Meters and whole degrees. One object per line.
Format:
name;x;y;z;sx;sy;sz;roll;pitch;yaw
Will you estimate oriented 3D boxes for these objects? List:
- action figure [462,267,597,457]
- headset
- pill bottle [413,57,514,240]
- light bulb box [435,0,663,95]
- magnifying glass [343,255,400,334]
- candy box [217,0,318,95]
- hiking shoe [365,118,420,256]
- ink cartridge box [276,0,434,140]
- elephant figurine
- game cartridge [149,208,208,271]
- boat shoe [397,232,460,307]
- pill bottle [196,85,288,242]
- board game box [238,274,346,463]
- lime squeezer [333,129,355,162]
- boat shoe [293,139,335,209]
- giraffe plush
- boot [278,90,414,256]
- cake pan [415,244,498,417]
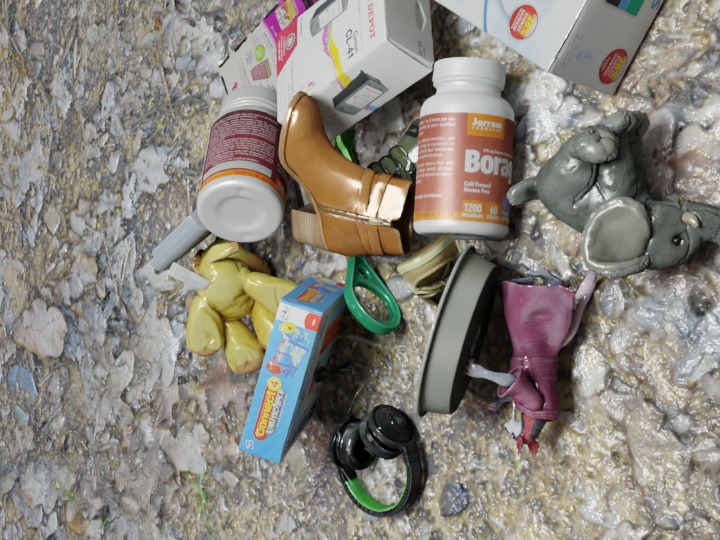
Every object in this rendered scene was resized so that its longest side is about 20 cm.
action figure;0.195;0.104;1.194;0.148;0.134;0.201;-4;82;17
headset;0.002;0.211;1.360;0.123;0.094;0.201;-26;77;40
pill bottle;0.122;-0.139;1.263;0.112;0.112;0.201;2;88;45
light bulb box;0.218;-0.328;1.176;0.200;0.124;0.199;43;115;40
magnifying glass;0.000;0.000;1.407;0.022;0.079;0.201;-47;45;28
candy box;-0.108;-0.289;1.542;0.200;0.061;0.137;-37;64;36
hiking shoe;0.031;-0.104;1.357;0.076;0.100;0.201;47;118;36
ink cartridge box;-0.012;-0.269;1.331;0.200;0.085;0.148;-31;50;39
elephant figurine;0.277;-0.050;1.099;0.201;0.141;0.155;61;156;11
game cartridge;-0.208;-0.081;1.545;0.133;0.200;0.042;-33;99;36
boat shoe;0.088;0.008;1.238;0.073;0.201;0.063;-32;82;-2
pill bottle;-0.150;-0.145;1.445;0.114;0.114;0.201;-37;35;36
board game box;-0.080;0.119;1.384;0.056;0.200;0.197;17;100;6
lime squeezer;-0.003;-0.198;1.446;0.070;0.038;0.201;23;102;43
boat shoe;-0.075;-0.142;1.457;0.063;0.072;0.201;18;123;48
giraffe plush;-0.181;0.022;1.526;0.172;0.200;0.162;-41;20;11
boot;-0.011;-0.112;1.284;0.154;0.074;0.201;9;121;28
cake pan;0.111;0.072;1.213;0.037;0.200;0.202;17;99;14
